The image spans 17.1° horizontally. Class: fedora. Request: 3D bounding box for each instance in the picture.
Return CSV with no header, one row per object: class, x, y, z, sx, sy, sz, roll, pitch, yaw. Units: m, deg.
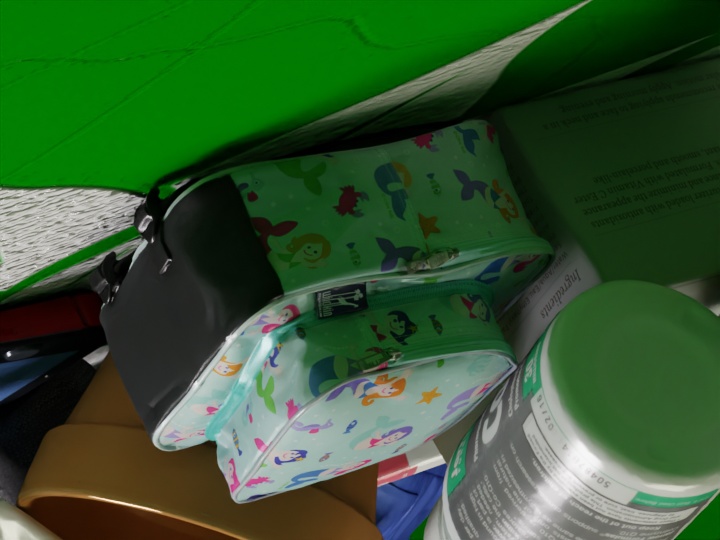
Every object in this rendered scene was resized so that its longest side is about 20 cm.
fedora,-0.200,0.113,1.486,0.200,0.092,0.201,-24,-167,6

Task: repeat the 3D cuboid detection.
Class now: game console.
game console,-0.245,0.064,1.330,0.176,0.031,0.200,-15,170,-37

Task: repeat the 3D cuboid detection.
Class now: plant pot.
plant pot,-0.071,0.094,1.306,0.199,0.140,0.200,15,160,6

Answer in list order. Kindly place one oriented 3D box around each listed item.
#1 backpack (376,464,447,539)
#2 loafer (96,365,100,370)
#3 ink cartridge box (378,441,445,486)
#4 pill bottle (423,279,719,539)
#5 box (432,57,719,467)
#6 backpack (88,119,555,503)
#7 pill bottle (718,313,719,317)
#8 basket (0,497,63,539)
backpack,-0.011,0.098,1.712,0.168,0.162,0.200,-57,162,6
loafer,-0.161,0.096,1.626,0.200,0.071,0.068,-18,180,16
ink cartridge box,0.064,0.044,1.557,0.199,0.146,0.085,-19,172,-3
pill bottle,0.108,0.101,1.186,0.113,0.113,0.200,-16,155,-30
box,0.138,0.000,1.320,0.198,0.131,0.200,-14,154,-34
backpack,-0.005,0.013,1.167,0.200,0.151,0.178,-22,164,-31
pill bottle,0.234,0.017,1.144,0.109,0.110,0.200,-19,159,-11
basket,-0.204,0.217,1.330,0.123,0.200,0.136,0,-125,54
